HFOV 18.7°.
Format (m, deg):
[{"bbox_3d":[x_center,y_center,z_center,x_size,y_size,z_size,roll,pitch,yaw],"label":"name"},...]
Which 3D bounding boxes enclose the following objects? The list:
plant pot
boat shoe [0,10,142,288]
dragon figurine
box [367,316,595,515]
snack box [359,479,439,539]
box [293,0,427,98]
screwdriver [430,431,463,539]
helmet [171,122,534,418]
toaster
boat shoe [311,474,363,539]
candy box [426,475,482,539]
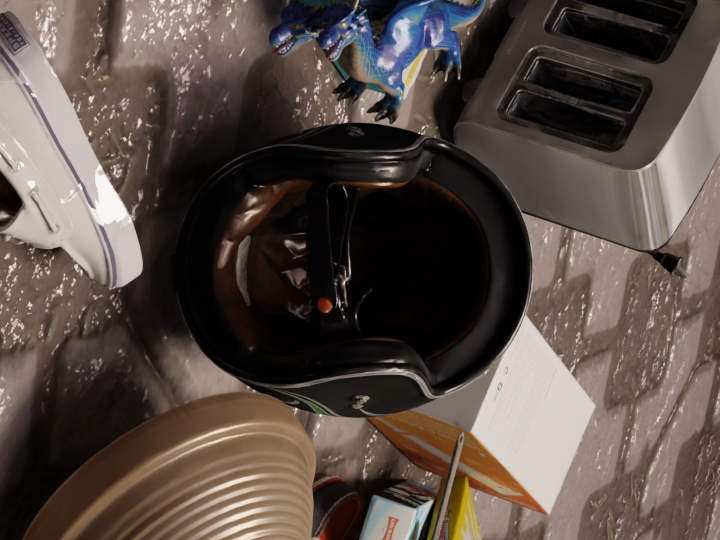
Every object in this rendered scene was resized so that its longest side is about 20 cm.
[{"bbox_3d":[-0.098,0.174,1.300,0.200,0.093,0.201,-28,150,-18],"label":"plant pot"},{"bbox_3d":[-0.176,-0.049,1.167,0.070,0.071,0.201,-34,145,-11],"label":"boat shoe"},{"bbox_3d":[0.027,-0.161,1.357,0.200,0.059,0.100,-36,143,-32],"label":"dragon figurine"},{"bbox_3d":[0.080,0.092,1.637,0.098,0.124,0.200,-65,151,-13],"label":"box"},{"bbox_3d":[0.022,0.222,1.635,0.200,0.037,0.117,12,95,-81],"label":"snack box"},{"bbox_3d":[-0.005,-0.196,1.400,0.083,0.049,0.200,-63,151,-16],"label":"box"},{"bbox_3d":[0.055,0.189,1.553,0.029,0.028,0.201,-20,136,-42],"label":"screwdriver"},{"bbox_3d":[0.000,0.000,1.356,0.190,0.199,0.202,3,103,-57],"label":"helmet"},{"bbox_3d":[0.185,-0.122,1.633,0.182,0.199,0.119,-60,154,-22],"label":"toaster"},{"bbox_3d":[-0.046,0.228,1.548,0.200,0.062,0.072,-52,144,-37],"label":"boat shoe"},{"bbox_3d":[0.086,0.267,1.664,0.102,0.026,0.201,-75,153,-62],"label":"candy box"}]
